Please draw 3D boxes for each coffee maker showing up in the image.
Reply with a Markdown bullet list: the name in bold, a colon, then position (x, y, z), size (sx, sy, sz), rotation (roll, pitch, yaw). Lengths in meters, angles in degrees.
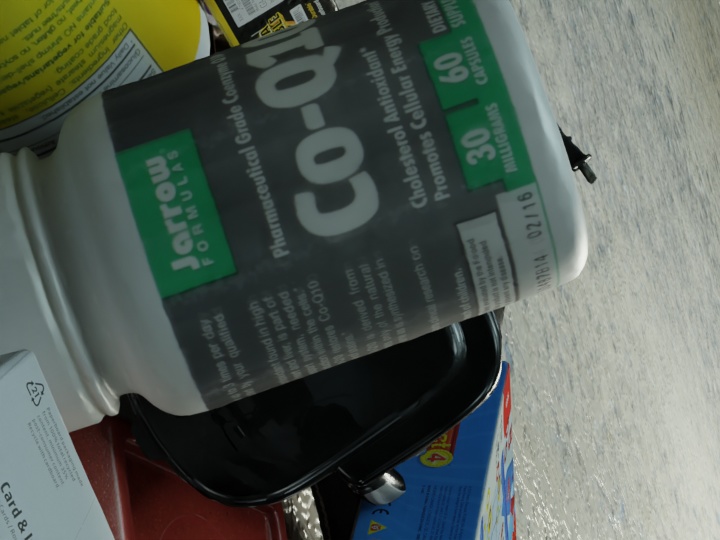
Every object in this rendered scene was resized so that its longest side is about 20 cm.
- **coffee maker**: position (0.000, 0.000, 0.944), size (0.134, 0.193, 0.200), rotation (33, 4, 0)

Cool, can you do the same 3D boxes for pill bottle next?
- **pill bottle**: position (-0.124, -0.095, 0.838), size (0.200, 0.112, 0.113), rotation (53, 27, -48)
- **pill bottle**: position (-0.033, -0.018, 0.786), size (0.113, 0.199, 0.114), rotation (160, -90, -89)

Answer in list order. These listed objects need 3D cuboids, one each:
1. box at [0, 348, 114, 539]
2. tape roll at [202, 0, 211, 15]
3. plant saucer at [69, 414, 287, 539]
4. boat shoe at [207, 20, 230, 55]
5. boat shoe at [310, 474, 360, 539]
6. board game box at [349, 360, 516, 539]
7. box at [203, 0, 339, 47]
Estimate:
- **box**: position (-0.130, 0.134, 0.656), size (0.200, 0.041, 0.157), rotation (-41, 113, -53)
- **tape roll**: position (0.006, -0.191, 1.164), size (0.200, 0.199, 0.066), rotation (-50, 121, -69)
- **plant saucer**: position (-0.067, 0.152, 0.919), size (0.200, 0.036, 0.201), rotation (36, 42, -62)
- **boat shoe**: position (-0.053, -0.073, 1.089), size (0.202, 0.074, 0.075), rotation (9, 66, -70)
- **boat shoe**: position (-0.020, 0.053, 1.097), size (0.071, 0.062, 0.201), rotation (-71, 157, -68)
- **board game box**: position (0.036, 0.174, 1.076), size (0.200, 0.055, 0.197), rotation (-73, 161, -59)
- **box**: position (-0.065, -0.163, 0.952), size (0.201, 0.049, 0.160), rotation (62, 3, 27)
